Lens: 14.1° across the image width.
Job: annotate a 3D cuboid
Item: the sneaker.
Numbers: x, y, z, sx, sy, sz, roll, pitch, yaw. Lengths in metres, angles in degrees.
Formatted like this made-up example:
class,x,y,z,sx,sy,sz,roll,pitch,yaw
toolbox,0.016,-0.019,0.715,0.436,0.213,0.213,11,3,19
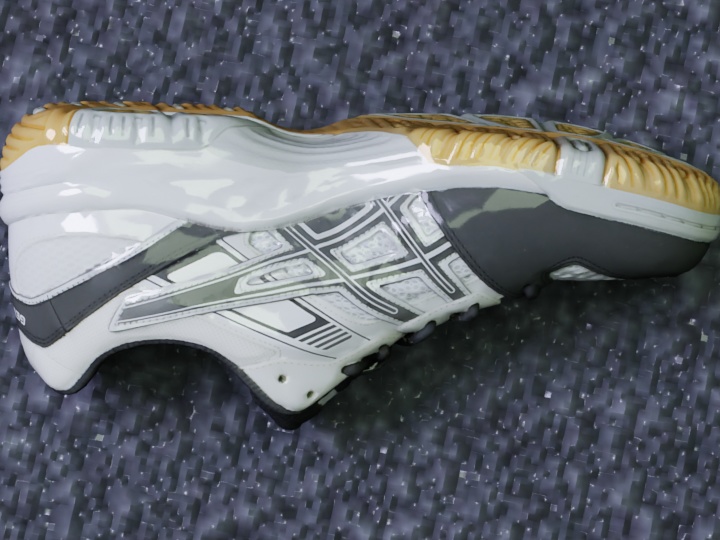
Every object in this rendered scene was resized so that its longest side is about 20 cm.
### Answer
class,x,y,z,sx,sy,sz,roll,pitch,yaw
sneaker,0.000,0.000,0.810,0.198,0.076,0.088,2,96,1
